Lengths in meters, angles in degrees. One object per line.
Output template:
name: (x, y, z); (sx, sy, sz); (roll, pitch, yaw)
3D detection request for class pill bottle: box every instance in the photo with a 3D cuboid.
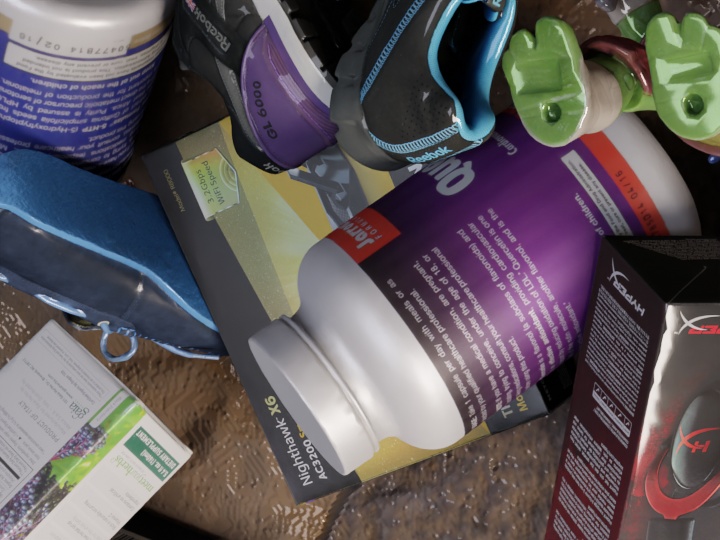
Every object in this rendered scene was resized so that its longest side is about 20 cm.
pill bottle: (0.051, 0.005, 1.200); (0.113, 0.200, 0.112); (53, 170, 13)
pill bottle: (-0.169, -0.097, 1.356); (0.120, 0.120, 0.200); (38, 135, 17)

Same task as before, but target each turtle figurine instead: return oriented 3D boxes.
turtle figurine: (0.151, -0.122, 1.103); (0.144, 0.194, 0.200); (34, 119, 21)

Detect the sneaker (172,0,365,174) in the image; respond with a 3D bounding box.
sneaker: (-0.069, -0.141, 1.264); (0.088, 0.076, 0.200); (-36, 71, 31)

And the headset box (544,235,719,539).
headset box: (0.171, 0.088, 1.182); (0.075, 0.148, 0.200); (-125, 40, -59)

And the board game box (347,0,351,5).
board game box: (-0.080, -0.198, 1.331); (0.200, 0.023, 0.105); (40, 121, 15)

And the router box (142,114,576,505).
router box: (0.000, 0.000, 1.317); (0.157, 0.052, 0.200); (-23, 92, 29)

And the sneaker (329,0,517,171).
sneaker: (0.047, -0.143, 1.198); (0.082, 0.073, 0.200); (-1, 77, 52)

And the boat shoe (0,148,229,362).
boat shoe: (-0.132, -0.006, 1.343); (0.069, 0.200, 0.084); (-33, 43, 28)

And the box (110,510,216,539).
box: (-0.143, 0.246, 1.463); (0.196, 0.117, 0.200); (18, 114, 28)

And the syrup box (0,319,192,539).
syrup box: (-0.194, 0.132, 1.367); (0.200, 0.079, 0.081); (-46, 58, -6)
